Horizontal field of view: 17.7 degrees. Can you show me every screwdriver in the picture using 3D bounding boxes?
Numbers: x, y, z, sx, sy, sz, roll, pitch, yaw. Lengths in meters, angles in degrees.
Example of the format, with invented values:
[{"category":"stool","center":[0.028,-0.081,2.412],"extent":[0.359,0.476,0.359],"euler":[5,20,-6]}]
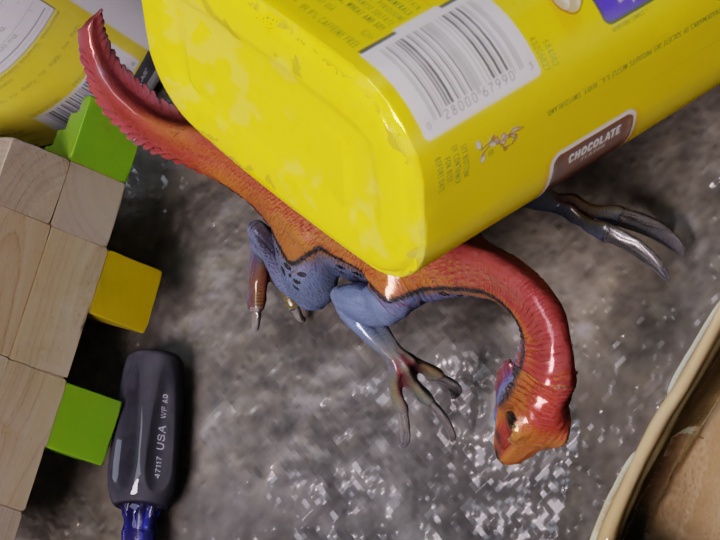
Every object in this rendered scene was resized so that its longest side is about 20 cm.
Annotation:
[{"category":"screwdriver","center":[-0.082,0.126,0.840],"extent":[0.028,0.029,0.200],"euler":[-6,74,29]}]

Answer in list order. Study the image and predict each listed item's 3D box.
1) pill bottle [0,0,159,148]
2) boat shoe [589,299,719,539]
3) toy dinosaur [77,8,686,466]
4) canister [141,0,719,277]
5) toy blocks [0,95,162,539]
[{"category":"pill bottle","center":[-0.163,-0.123,0.864],"extent":[0.112,0.200,0.112],"euler":[-10,68,27]},{"category":"boat shoe","center":[0.091,0.071,0.618],"extent":[0.073,0.063,0.200],"euler":[36,111,42]},{"category":"toy dinosaur","center":[0.000,0.000,0.758],"extent":[0.105,0.200,0.181],"euler":[-69,19,2]},{"category":"canister","center":[0.048,-0.095,0.736],"extent":[0.200,0.087,0.148],"euler":[-31,49,-26]},{"category":"toy blocks","center":[-0.164,0.030,0.878],"extent":[0.137,0.100,0.200],"euler":[2,72,55]}]
